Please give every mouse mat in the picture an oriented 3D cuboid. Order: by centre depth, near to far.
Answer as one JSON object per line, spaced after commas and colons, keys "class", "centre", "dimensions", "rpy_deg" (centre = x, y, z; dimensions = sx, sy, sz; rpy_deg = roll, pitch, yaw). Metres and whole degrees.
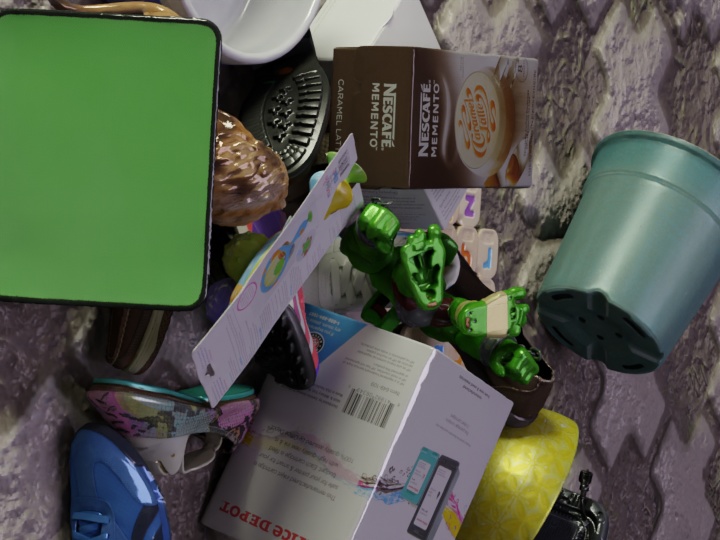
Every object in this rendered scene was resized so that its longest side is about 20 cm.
{"class": "mouse mat", "centre": [-0.178, -0.075, 1.170], "dimensions": [0.008, 0.161, 0.201], "rpy_deg": [-35, 129, -87]}

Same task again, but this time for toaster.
{"class": "toaster", "centre": [0.176, 0.303, 1.715], "dimensions": [0.129, 0.113, 0.200], "rpy_deg": [89, 24, -55]}

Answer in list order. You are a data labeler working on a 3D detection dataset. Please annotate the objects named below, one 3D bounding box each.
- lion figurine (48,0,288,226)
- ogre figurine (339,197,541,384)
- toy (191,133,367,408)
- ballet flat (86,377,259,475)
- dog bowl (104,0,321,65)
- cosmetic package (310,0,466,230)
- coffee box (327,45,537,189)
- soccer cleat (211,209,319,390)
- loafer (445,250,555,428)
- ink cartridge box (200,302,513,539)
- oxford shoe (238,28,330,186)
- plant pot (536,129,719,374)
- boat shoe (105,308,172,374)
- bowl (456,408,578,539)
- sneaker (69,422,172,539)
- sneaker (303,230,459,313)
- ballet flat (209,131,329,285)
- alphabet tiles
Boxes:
{"class": "lion figurine", "centre": [-0.134, -0.118, 1.202], "dimensions": [0.072, 0.122, 0.200], "rpy_deg": [-105, 175, -84]}
{"class": "ogre figurine", "centre": [0.051, 0.013, 1.400], "dimensions": [0.200, 0.120, 0.098], "rpy_deg": [22, 86, -29]}
{"class": "toy", "centre": [-0.070, -0.006, 1.257], "dimensions": [0.200, 0.047, 0.115], "rpy_deg": [-51, 162, -17]}
{"class": "ballet flat", "centre": [-0.138, 0.118, 1.298], "dimensions": [0.200, 0.069, 0.071], "rpy_deg": [11, 87, -65]}
{"class": "dog bowl", "centre": [-0.111, -0.255, 1.302], "dimensions": [0.200, 0.079, 0.201], "rpy_deg": [-6, 97, -55]}
{"class": "cosmetic package", "centre": [0.028, -0.142, 1.507], "dimensions": [0.108, 0.085, 0.200], "rpy_deg": [-58, 136, -35]}
{"class": "coffee box", "centre": [0.063, -0.123, 1.415], "dimensions": [0.200, 0.080, 0.115], "rpy_deg": [-6, 100, -55]}
{"class": "soccer cleat", "centre": [-0.072, -0.003, 1.342], "dimensions": [0.073, 0.068, 0.200], "rpy_deg": [-37, 108, -40]}
{"class": "loafer", "centre": [0.116, 0.043, 1.568], "dimensions": [0.073, 0.071, 0.200], "rpy_deg": [-17, 68, -52]}
{"class": "ink cartridge box", "centre": [-0.001, 0.157, 1.406], "dimensions": [0.146, 0.147, 0.200], "rpy_deg": [35, 77, -52]}
{"class": "oxford shoe", "centre": [-0.050, -0.119, 1.354], "dimensions": [0.200, 0.073, 0.085], "rpy_deg": [-89, 165, -52]}
{"class": "plant pot", "centre": [0.293, -0.009, 1.827], "dimensions": [0.196, 0.200, 0.200], "rpy_deg": [-57, 136, -23]}
{"class": "boat shoe", "centre": [-0.169, -0.028, 1.262], "dimensions": [0.075, 0.075, 0.203], "rpy_deg": [13, 83, -21]}
{"class": "bowl", "centre": [0.105, 0.199, 1.608], "dimensions": [0.108, 0.200, 0.200], "rpy_deg": [32, 58, -5]}
{"class": "sneaker", "centre": [-0.182, 0.211, 1.252], "dimensions": [0.078, 0.066, 0.200], "rpy_deg": [-32, 119, -45]}
{"class": "sneaker", "centre": [0.000, 0.000, 1.478], "dimensions": [0.200, 0.081, 0.077], "rpy_deg": [-14, 105, -45]}
{"class": "ballet flat", "centre": [-0.061, -0.053, 1.417], "dimensions": [0.200, 0.046, 0.067], "rpy_deg": [-44, 129, -40]}
{"class": "alphabet tiles", "centre": [0.074, 0.004, 1.648], "dimensions": [0.200, 0.015, 0.196], "rpy_deg": [5, 89, -56]}
